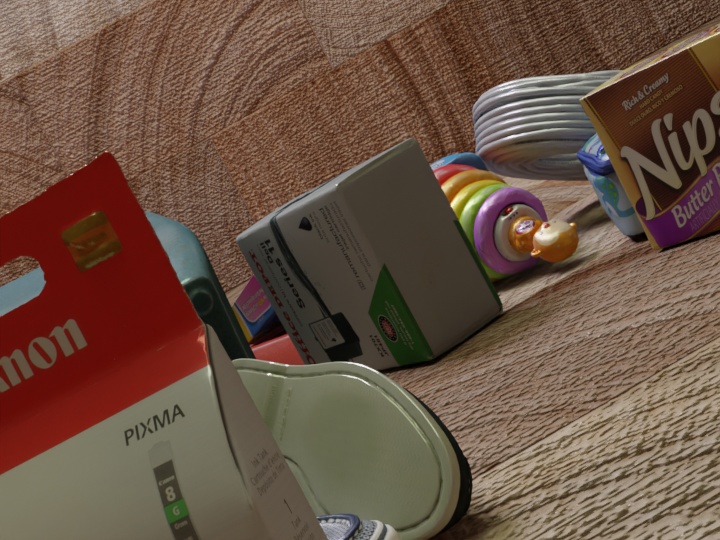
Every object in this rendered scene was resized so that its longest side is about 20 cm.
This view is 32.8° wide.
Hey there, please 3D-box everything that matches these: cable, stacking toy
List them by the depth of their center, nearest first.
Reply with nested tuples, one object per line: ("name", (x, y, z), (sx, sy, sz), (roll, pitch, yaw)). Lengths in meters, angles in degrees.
("stacking toy", (0.114, -0.031, 1.011), (0.115, 0.111, 0.200), (-34, 19, -18))
("cable", (0.200, -0.125, 1.108), (0.197, 0.070, 0.200), (0, -6, 4))

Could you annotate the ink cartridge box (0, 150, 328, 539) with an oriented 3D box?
("ink cartridge box", (-0.109, 0.085, 0.436), (0.160, 0.202, 0.050), (-27, 6, 16))

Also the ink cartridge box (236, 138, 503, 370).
("ink cartridge box", (0.000, 0.000, 0.960), (0.083, 0.148, 0.199), (-32, 5, -28))

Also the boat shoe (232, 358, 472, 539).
("boat shoe", (-0.001, 0.085, 0.584), (0.066, 0.076, 0.198), (17, -9, -35))

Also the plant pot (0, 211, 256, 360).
("plant pot", (-0.177, 0.078, 0.983), (0.195, 0.198, 0.199), (-31, 14, -25))

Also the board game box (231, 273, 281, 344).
("board game box", (-0.083, 0.034, 1.297), (0.152, 0.040, 0.200), (-33, -12, -40))

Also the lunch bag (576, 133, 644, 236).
("lunch bag", (0.267, -0.106, 0.923), (0.198, 0.083, 0.161), (-29, 8, 10))

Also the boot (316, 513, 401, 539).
("boot", (-0.081, 0.123, 0.513), (0.199, 0.091, 0.073), (-27, 7, 25))

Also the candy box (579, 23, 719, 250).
("candy box", (0.242, -0.097, 0.757), (0.056, 0.118, 0.199), (-33, 7, -38))

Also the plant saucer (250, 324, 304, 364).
("plant saucer", (-0.023, 0.048, 1.218), (0.199, 0.037, 0.199), (-34, 7, -39))
